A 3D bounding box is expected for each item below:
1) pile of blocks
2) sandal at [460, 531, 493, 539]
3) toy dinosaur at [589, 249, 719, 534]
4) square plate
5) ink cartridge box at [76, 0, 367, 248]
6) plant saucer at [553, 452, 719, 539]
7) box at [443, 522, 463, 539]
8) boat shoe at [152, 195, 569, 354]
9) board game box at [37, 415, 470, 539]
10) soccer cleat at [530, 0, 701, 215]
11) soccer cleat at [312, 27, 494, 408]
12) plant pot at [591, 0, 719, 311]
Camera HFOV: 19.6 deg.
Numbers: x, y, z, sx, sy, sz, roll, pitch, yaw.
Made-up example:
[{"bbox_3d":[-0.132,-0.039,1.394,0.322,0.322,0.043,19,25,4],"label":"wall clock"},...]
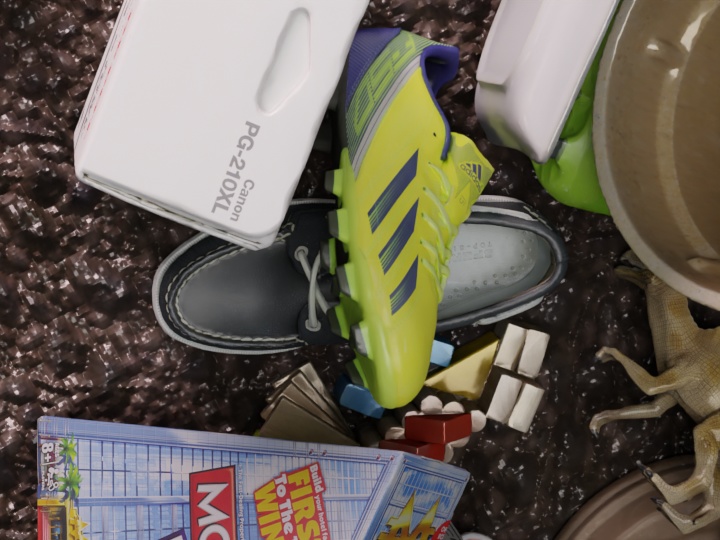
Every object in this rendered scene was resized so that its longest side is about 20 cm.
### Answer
[{"bbox_3d":[0.004,0.078,1.006,0.199,0.062,0.082,-34,102,-2],"label":"pile of blocks"},{"bbox_3d":[0.085,0.223,1.016,0.079,0.059,0.208,-29,110,-46],"label":"sandal"},{"bbox_3d":[0.179,0.076,0.998,0.101,0.058,0.200,-42,80,-5],"label":"toy dinosaur"},{"bbox_3d":[0.096,-0.147,0.916,0.028,0.200,0.199,21,95,-5],"label":"square plate"},{"bbox_3d":[-0.060,-0.101,0.891,0.084,0.200,0.146,21,95,-11],"label":"ink cartridge box"},{"bbox_3d":[0.180,0.193,1.066,0.199,0.029,0.202,-1,98,-8],"label":"plant saucer"},{"bbox_3d":[-0.024,0.200,0.966,0.200,0.060,0.117,-42,60,17],"label":"box"},{"bbox_3d":[0.000,0.000,0.994,0.199,0.060,0.076,-13,99,-6],"label":"boat shoe"},{"bbox_3d":[-0.048,0.150,0.920,0.199,0.062,0.201,-14,71,30],"label":"board game box"},{"bbox_3d":[0.146,-0.121,1.002,0.081,0.067,0.201,20,98,-26],"label":"soccer cleat"},{"bbox_3d":[0.023,-0.030,0.942,0.083,0.065,0.201,0,55,-6],"label":"soccer cleat"},{"bbox_3d":[0.239,-0.061,0.943,0.183,0.200,0.201,17,97,-46],"label":"plant pot"}]
